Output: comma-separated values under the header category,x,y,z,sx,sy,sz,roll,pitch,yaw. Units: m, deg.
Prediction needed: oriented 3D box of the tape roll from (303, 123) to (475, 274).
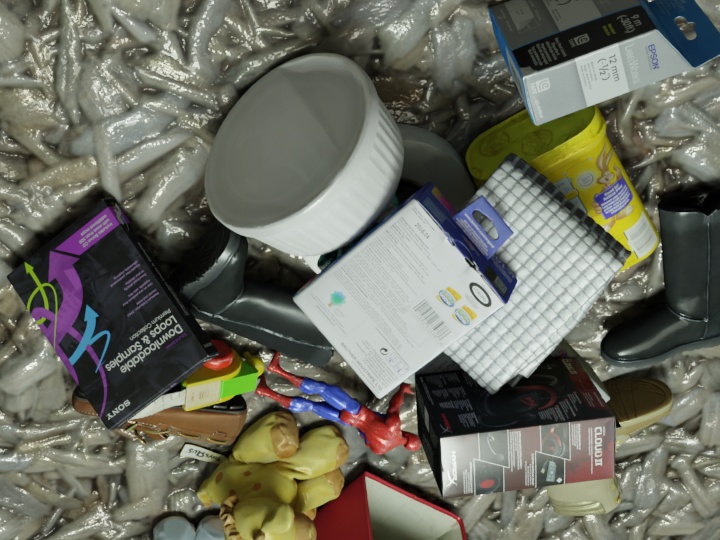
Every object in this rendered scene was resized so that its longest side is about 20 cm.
category,x,y,z,sx,sy,sz,roll,pitch,yaw
tape roll,0.025,-0.064,1.613,0.202,0.037,0.203,-6,128,-7

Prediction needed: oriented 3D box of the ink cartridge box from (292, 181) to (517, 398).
category,x,y,z,sx,sy,sz,roll,pitch,yaw
ink cartridge box,0.056,0.011,1.456,0.200,0.076,0.137,-39,95,24

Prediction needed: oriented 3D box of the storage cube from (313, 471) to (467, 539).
category,x,y,z,sx,sy,sz,roll,pitch,yaw
storage cube,0.019,0.390,1.853,0.171,0.200,0.180,29,122,-29

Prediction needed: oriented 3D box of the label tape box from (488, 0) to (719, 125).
category,x,y,z,sx,sy,sz,roll,pitch,yaw
label tape box,0.239,-0.233,1.462,0.200,0.143,0.066,-21,128,5

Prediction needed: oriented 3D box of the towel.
category,x,y,z,sx,sy,sz,roll,pitch,yaw
towel,0.149,0.005,1.514,0.166,0.086,0.200,41,113,2

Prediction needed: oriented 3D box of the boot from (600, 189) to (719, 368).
category,x,y,z,sx,sy,sz,roll,pitch,yaw
boot,0.352,0.008,1.711,0.164,0.066,0.200,-15,131,-11

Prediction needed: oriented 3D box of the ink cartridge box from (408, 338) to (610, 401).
category,x,y,z,sx,sy,sz,roll,pitch,yaw
ink cartridge box,0.155,0.110,1.653,0.146,0.083,0.200,-43,111,8

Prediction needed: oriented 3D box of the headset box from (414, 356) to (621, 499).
category,x,y,z,sx,sy,sz,roll,pitch,yaw
headset box,0.166,0.158,1.548,0.199,0.149,0.075,-6,112,-7

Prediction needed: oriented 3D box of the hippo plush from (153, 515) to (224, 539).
category,x,y,z,sx,sy,sz,roll,pitch,yaw
hippo plush,-0.195,0.417,1.842,0.159,0.200,0.161,11,134,7

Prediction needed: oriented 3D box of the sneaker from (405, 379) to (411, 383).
category,x,y,z,sx,sy,sz,roll,pitch,yaw
sneaker,0.125,0.059,1.714,0.200,0.073,0.085,-24,111,2

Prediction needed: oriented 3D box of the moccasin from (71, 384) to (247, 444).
category,x,y,z,sx,sy,sz,roll,pitch,yaw
moccasin,-0.232,0.164,1.714,0.201,0.074,0.078,8,116,-29

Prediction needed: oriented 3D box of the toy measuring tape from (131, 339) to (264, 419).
category,x,y,z,sx,sy,sz,roll,pitch,yaw
toy measuring tape,-0.199,0.120,1.667,0.200,0.074,0.074,-12,131,-30

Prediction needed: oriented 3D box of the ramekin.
category,x,y,z,sx,sy,sz,roll,pitch,yaw
ramekin,-0.047,-0.106,1.475,0.202,0.203,0.094,-37,135,16

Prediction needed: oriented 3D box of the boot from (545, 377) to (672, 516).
category,x,y,z,sx,sy,sz,roll,pitch,yaw
boot,0.307,0.223,1.858,0.200,0.073,0.156,-24,127,9

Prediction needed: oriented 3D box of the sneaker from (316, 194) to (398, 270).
category,x,y,z,sx,sy,sz,roll,pitch,yaw
sneaker,0.000,0.000,1.593,0.091,0.078,0.200,-5,118,-1

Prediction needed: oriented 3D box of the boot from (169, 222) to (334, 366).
category,x,y,z,sx,sy,sz,roll,pitch,yaw
boot,-0.091,0.029,1.609,0.200,0.066,0.165,23,148,-21

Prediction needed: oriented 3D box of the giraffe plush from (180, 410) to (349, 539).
category,x,y,z,sx,sy,sz,roll,pitch,yaw
giraffe plush,-0.107,0.277,1.759,0.199,0.162,0.173,3,126,-14

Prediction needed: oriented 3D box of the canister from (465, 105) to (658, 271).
category,x,y,z,sx,sy,sz,roll,pitch,yaw
canister,0.221,-0.078,1.612,0.148,0.087,0.200,-28,128,10

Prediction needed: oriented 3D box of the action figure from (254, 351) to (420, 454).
category,x,y,z,sx,sy,sz,roll,pitch,yaw
action figure,-0.015,0.147,1.753,0.200,0.099,0.065,28,122,-3

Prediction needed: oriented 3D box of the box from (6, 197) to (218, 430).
category,x,y,z,sx,sy,sz,roll,pitch,yaw
box,-0.259,0.046,1.565,0.143,0.036,0.200,-37,85,15
